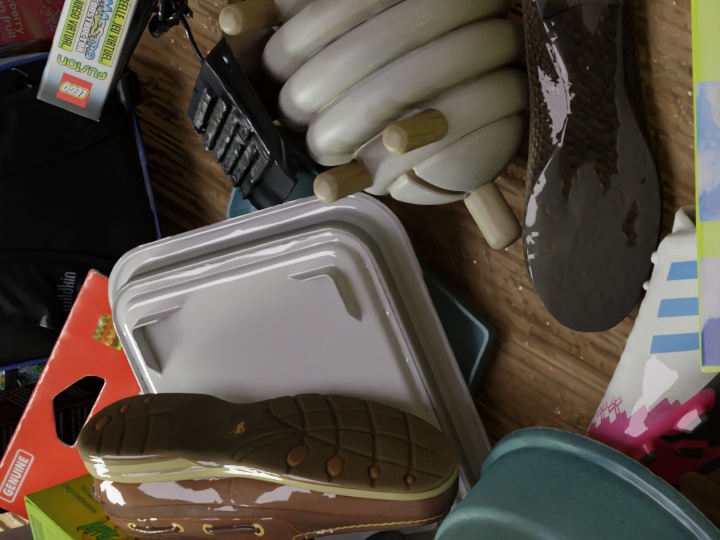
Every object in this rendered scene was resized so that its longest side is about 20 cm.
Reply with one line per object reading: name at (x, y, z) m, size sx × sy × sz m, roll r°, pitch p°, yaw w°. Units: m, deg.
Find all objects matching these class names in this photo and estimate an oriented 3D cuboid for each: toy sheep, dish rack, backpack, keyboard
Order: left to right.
backpack at (-0.220, -0.020, 1.519) m, size 0.147 × 0.199 × 0.184 m, roll 166°, pitch 93°, yaw -74°
keyboard at (-0.074, -0.087, 1.350) m, size 0.127 × 0.021 × 0.200 m, roll 60°, pitch 172°, yaw 1°
dish rack at (-0.032, 0.070, 1.362) m, size 0.171 × 0.044 × 0.200 m, roll -15°, pitch 109°, yaw 24°
toy sheep at (0.017, -0.097, 1.279) m, size 0.138 × 0.138 × 0.200 m, roll -29°, pitch 86°, yaw 49°

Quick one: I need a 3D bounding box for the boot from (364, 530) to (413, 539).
boot at (0.037, 0.246, 1.355) m, size 0.073 × 0.153 × 0.204 m, roll 0°, pitch 72°, yaw 60°

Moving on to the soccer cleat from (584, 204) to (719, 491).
soccer cleat at (0.153, 0.025, 1.209) m, size 0.200 × 0.070 × 0.086 m, roll -52°, pitch 53°, yaw 36°

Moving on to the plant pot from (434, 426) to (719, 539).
plant pot at (0.065, 0.209, 1.205) m, size 0.200 × 0.196 × 0.201 m, roll 36°, pitch 150°, yaw 25°

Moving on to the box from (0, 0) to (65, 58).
box at (-0.250, -0.204, 1.586) m, size 0.100 × 0.095 × 0.201 m, roll -32°, pitch 76°, yaw 49°

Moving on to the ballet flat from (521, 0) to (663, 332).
ballet flat at (0.103, -0.072, 1.253) m, size 0.046 × 0.067 × 0.201 m, roll -91°, pitch -5°, yaw -79°

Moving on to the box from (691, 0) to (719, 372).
box at (0.198, -0.037, 1.096) m, size 0.122 × 0.048 × 0.201 m, roll -2°, pitch 89°, yaw 24°

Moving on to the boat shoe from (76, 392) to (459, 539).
boat shoe at (-0.041, 0.105, 1.321) m, size 0.199 × 0.072 × 0.068 m, roll 2°, pitch 121°, yaw 24°

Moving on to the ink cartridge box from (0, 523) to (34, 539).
ink cartridge box at (-0.187, 0.258, 1.597) m, size 0.083 × 0.145 × 0.201 m, roll 5°, pitch 103°, yaw 50°

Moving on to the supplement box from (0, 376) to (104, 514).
supplement box at (-0.244, 0.103, 1.579) m, size 0.109 × 0.200 × 0.061 m, roll 20°, pitch 116°, yaw 45°

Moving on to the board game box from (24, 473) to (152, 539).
board game box at (-0.110, 0.182, 1.390) m, size 0.200 × 0.047 × 0.102 m, roll 26°, pitch 131°, yaw 62°

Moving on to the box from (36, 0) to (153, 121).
box at (-0.111, -0.175, 1.375) m, size 0.035 × 0.200 × 0.110 m, roll 20°, pitch 126°, yaw -2°

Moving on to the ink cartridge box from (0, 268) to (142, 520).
ink cartridge box at (-0.105, 0.113, 1.470) m, size 0.173 × 0.044 × 0.200 m, roll 25°, pitch 129°, yaw -5°

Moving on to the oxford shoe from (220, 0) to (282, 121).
oxford shoe at (-0.048, -0.158, 1.374) m, size 0.073 × 0.084 × 0.200 m, roll 44°, pitch 132°, yaw 31°

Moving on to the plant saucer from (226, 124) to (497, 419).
plant saucer at (0.000, 0.000, 1.411) m, size 0.200 × 0.019 × 0.070 m, roll 43°, pitch 129°, yaw 33°
